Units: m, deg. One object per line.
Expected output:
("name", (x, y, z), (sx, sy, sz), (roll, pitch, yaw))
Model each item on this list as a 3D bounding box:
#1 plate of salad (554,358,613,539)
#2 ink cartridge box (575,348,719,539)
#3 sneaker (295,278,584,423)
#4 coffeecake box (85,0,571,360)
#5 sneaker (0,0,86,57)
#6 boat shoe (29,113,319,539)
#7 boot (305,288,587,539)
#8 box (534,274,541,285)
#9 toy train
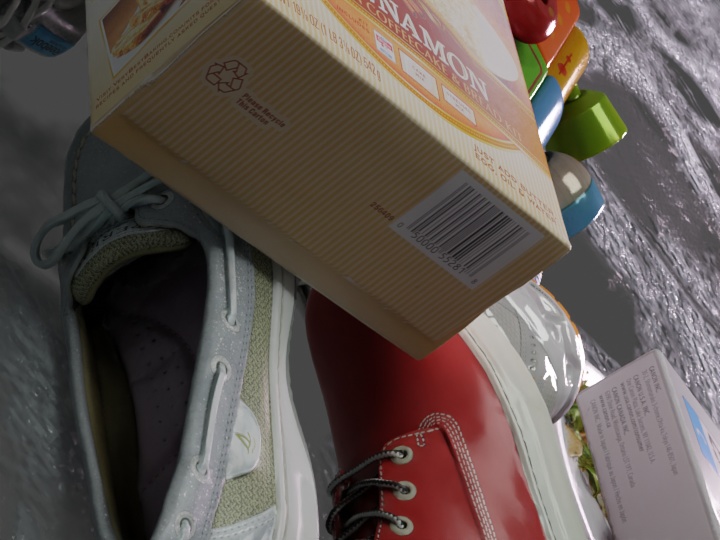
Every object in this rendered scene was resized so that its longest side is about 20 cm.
("plate of salad", (0.141, 0.124, 0.981), (0.200, 0.048, 0.201), (54, 20, -29))
("ink cartridge box", (0.154, 0.151, 0.816), (0.176, 0.045, 0.201), (52, 16, -28))
("sneaker", (0.000, 0.000, 0.840), (0.200, 0.076, 0.092), (41, 33, 0))
("coffeecake box", (-0.018, -0.093, 0.742), (0.153, 0.073, 0.201), (35, 30, -35))
("sneaker", (-0.127, -0.105, 0.744), (0.087, 0.075, 0.200), (53, 20, -19))
("boat shoe", (-0.064, 0.019, 0.690), (0.065, 0.074, 0.203), (37, 34, -48))
("boot", (0.002, 0.084, 0.715), (0.144, 0.072, 0.201), (-3, 61, -45))
("box", (-0.008, -0.047, 0.919), (0.200, 0.064, 0.070), (50, 21, -11))
("toy train", (0.082, -0.099, 0.956), (0.116, 0.084, 0.200), (61, 32, -18))
